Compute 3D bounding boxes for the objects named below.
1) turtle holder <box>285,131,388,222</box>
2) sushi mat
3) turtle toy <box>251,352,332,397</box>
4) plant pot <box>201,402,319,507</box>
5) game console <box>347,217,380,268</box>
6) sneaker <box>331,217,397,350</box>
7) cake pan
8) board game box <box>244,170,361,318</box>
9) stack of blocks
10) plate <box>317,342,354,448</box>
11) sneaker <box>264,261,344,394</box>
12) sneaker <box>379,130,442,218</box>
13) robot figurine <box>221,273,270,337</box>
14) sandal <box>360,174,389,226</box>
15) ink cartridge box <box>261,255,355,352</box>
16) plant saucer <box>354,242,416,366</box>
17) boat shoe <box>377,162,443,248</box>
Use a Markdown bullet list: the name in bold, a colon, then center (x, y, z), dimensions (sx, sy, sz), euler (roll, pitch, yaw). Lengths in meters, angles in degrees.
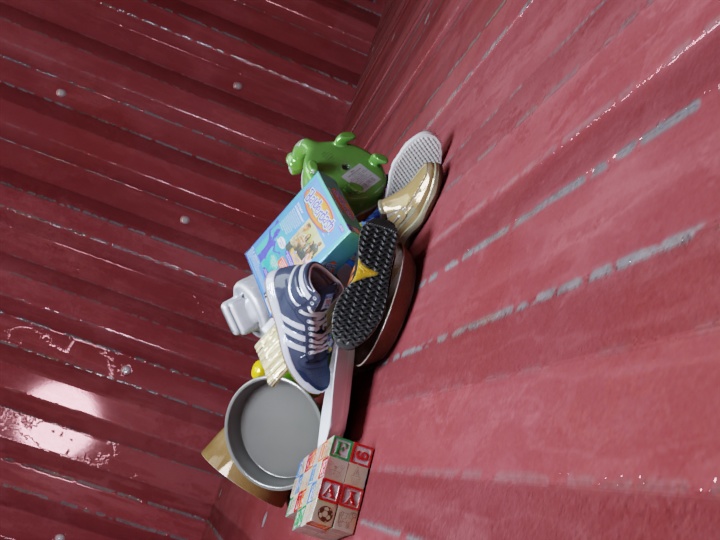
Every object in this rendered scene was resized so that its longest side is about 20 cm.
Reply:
- **turtle holder**: center (-0.050, -0.152, 1.406), dimensions (0.132, 0.185, 0.141), euler (105, 179, -50)
- **sushi mat**: center (-0.096, 0.087, 1.288), dimensions (0.200, 0.012, 0.096), euler (-48, 44, 18)
- **turtle toy**: center (-0.097, 0.146, 1.447), dimensions (0.200, 0.146, 0.101), euler (-38, 40, 42)
- **plant pot**: center (-0.171, 0.315, 1.540), dimensions (0.200, 0.186, 0.186), euler (-57, 7, -7)
- **game console**: center (0.000, 0.000, 1.482), dimensions (0.171, 0.118, 0.200), euler (-27, -7, -30)
- **sneaker**: center (0.013, 0.027, 1.186), dimensions (0.090, 0.070, 0.200), euler (75, -150, -74)
- **cake pan**: center (-0.144, 0.281, 1.406), dimensions (0.037, 0.200, 0.200), euler (-2, -64, -66)
- **board game box**: center (-0.092, -0.038, 1.295), dimensions (0.200, 0.045, 0.152), euler (-46, 47, 22)
- **stack of blocks**: center (-0.051, 0.312, 1.120), dimensions (0.200, 0.059, 0.115), euler (127, 161, -62)
- **plate**: center (-0.038, 0.203, 1.264), dimensions (0.200, 0.032, 0.200), euler (106, 173, -55)
- **sneaker**: center (-0.067, 0.082, 1.195), dimensions (0.108, 0.200, 0.070), euler (-19, 0, 37)
- **sneaker**: center (0.083, -0.171, 1.365), dimensions (0.114, 0.073, 0.201), euler (-75, 10, -50)
- **robot figurine**: center (-0.151, 0.048, 1.465), dimensions (0.200, 0.113, 0.170), euler (-27, 11, -28)
- **sandal**: center (0.033, -0.133, 1.547), dimensions (0.200, 0.087, 0.080), euler (76, -148, -67)
- **ink cartridge box**: center (-0.060, 0.064, 1.355), dimensions (0.200, 0.109, 0.050), euler (-47, -35, -8)
- **plant saucer**: center (0.041, 0.056, 1.226), dimensions (0.200, 0.034, 0.201), euler (-161, 90, -82)
- **boat shoe**: center (0.064, -0.096, 1.284), dimensions (0.072, 0.076, 0.200), euler (-81, 15, -53)
